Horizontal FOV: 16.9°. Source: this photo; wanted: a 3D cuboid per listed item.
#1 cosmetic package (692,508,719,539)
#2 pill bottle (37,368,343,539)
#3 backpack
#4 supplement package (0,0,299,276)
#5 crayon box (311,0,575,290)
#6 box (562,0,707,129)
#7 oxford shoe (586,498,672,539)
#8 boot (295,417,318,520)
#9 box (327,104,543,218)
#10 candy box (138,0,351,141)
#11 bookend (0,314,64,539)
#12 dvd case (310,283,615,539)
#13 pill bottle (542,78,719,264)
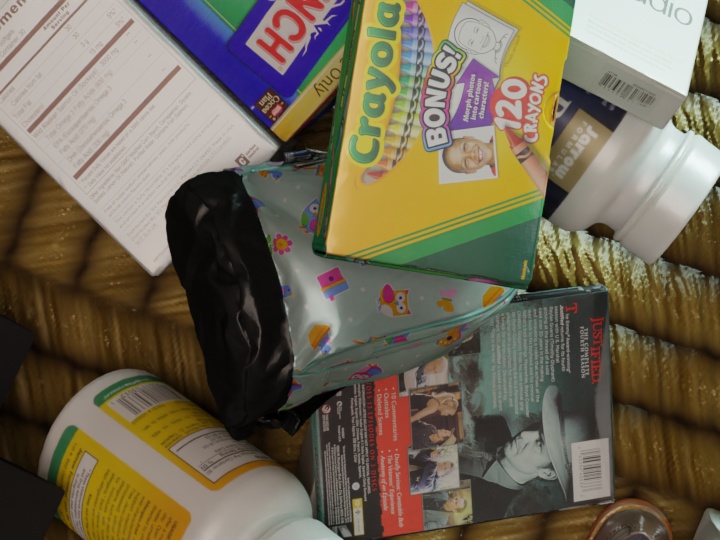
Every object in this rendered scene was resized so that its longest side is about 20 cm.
[{"bbox_3d":[0.281,0.267,1.506,0.199,0.167,0.167,22,92,3],"label":"cosmetic package"},{"bbox_3d":[-0.101,0.154,1.528,0.200,0.113,0.113,32,99,34],"label":"pill bottle"},{"bbox_3d":[0.000,0.000,1.441,0.199,0.127,0.168,-12,84,-20],"label":"backpack"},{"bbox_3d":[-0.153,-0.109,1.546,0.200,0.117,0.117,45,98,1],"label":"supplement package"},{"bbox_3d":[0.048,-0.098,1.351,0.118,0.058,0.201,9,91,-8],"label":"crayon box"},{"bbox_3d":[0.143,-0.191,1.468,0.144,0.201,0.036,26,136,-9],"label":"box"},{"bbox_3d":[0.147,0.247,1.570,0.071,0.073,0.201,16,97,4],"label":"oxford shoe"},{"bbox_3d":[0.018,0.098,1.574,0.090,0.073,0.201,13,106,-12],"label":"boot"},{"bbox_3d":[0.059,-0.139,1.560,0.199,0.040,0.138,26,98,3],"label":"box"},{"bbox_3d":[-0.055,-0.208,1.491,0.200,0.077,0.169,43,113,0],"label":"candy box"},{"bbox_3d":[-0.265,0.100,1.524,0.199,0.092,0.200,21,82,37],"label":"bookend"},{"bbox_3d":[0.066,0.091,1.545,0.199,0.022,0.147,-7,104,-14],"label":"dvd case"},{"bbox_3d":[0.120,-0.094,1.481,0.200,0.111,0.111,36,98,1],"label":"pill bottle"}]
